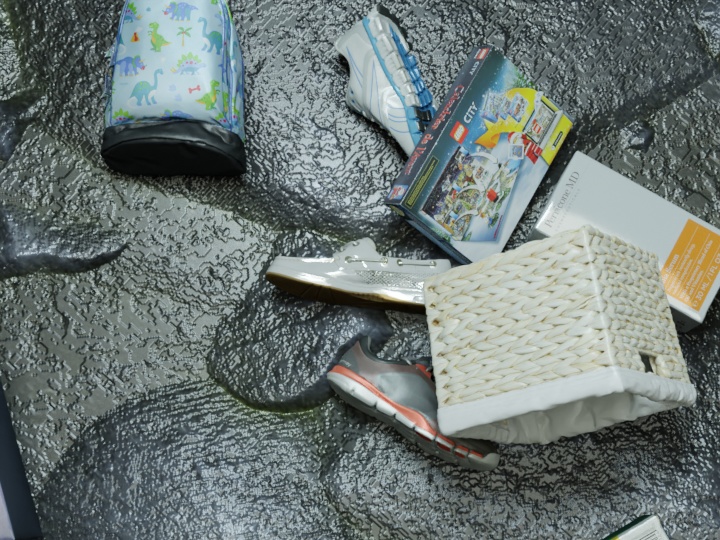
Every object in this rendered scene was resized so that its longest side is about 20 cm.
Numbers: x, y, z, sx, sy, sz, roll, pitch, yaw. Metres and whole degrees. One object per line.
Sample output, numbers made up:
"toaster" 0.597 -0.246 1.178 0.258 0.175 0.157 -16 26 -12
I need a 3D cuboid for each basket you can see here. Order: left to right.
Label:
"basket" 0.189 0.072 1.218 0.199 0.198 0.162 -21 70 31

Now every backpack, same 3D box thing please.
"backpack" -0.196 -0.216 1.338 0.162 0.154 0.202 4 66 7

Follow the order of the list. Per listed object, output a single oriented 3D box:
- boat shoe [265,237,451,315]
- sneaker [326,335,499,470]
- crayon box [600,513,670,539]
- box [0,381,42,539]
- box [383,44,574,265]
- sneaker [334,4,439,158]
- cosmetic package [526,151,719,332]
"boat shoe" 0.000 0.000 1.324 0.198 0.071 0.070 9 77 -8
"sneaker" 0.066 0.132 1.295 0.199 0.077 0.082 31 73 5
"crayon box" 0.241 0.350 1.263 0.199 0.051 0.128 -28 80 -7
"box" -0.449 0.204 1.249 0.197 0.123 0.201 -18 80 -6
"box" 0.128 -0.117 1.329 0.136 0.038 0.201 36 78 -27
"sneaker" 0.032 -0.180 1.368 0.086 0.075 0.201 -24 86 28
"cosmetic package" 0.289 -0.030 1.330 0.199 0.071 0.102 29 80 6
